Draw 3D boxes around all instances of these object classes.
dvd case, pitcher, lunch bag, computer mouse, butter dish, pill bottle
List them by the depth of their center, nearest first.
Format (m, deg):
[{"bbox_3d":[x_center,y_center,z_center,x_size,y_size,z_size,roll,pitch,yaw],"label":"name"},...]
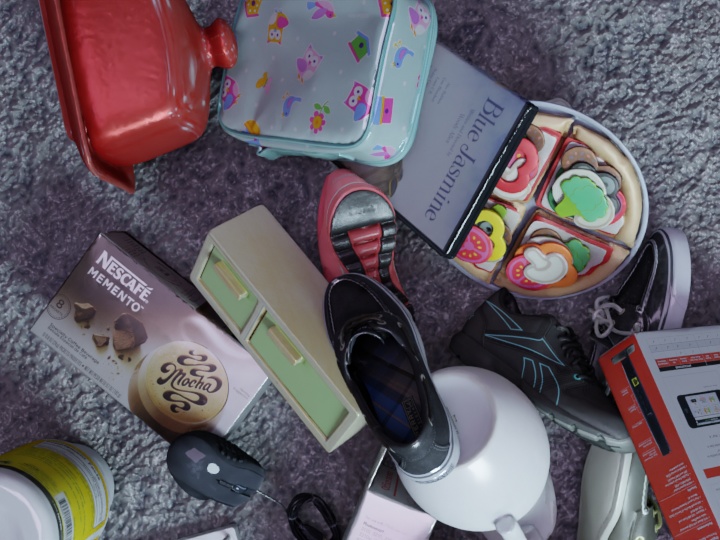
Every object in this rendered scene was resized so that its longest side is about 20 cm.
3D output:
[{"bbox_3d":[0.109,0.177,0.845,0.121,0.200,0.172,-30,53,6],"label":"pitcher"},{"bbox_3d":[0.046,-0.122,0.892,0.200,0.017,0.143,43,113,36],"label":"dvd case"},{"bbox_3d":[-0.178,-0.181,0.899,0.147,0.199,0.202,-12,89,-2],"label":"butter dish"},{"bbox_3d":[-0.034,-0.171,0.905,0.199,0.077,0.162,13,95,42],"label":"lunch bag"},{"bbox_3d":[-0.285,0.209,0.906,0.111,0.200,0.114,0,90,4],"label":"pill bottle"},{"bbox_3d":[-0.089,0.203,0.928,0.200,0.034,0.059,36,95,-27],"label":"computer mouse"}]

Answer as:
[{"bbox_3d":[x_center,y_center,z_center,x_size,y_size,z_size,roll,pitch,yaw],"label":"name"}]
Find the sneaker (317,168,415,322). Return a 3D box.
[{"bbox_3d":[0.000,0.000,0.937,0.073,0.087,0.202,-12,122,-13],"label":"sneaker"}]

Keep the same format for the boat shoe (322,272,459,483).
[{"bbox_3d":[0.012,0.068,0.789,0.070,0.066,0.201,-28,51,7],"label":"boat shoe"}]

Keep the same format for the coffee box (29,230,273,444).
[{"bbox_3d":[-0.182,0.068,0.956,0.200,0.080,0.113,39,96,3],"label":"coffee box"}]

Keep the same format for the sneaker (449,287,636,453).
[{"bbox_3d":[0.162,0.082,0.892,0.200,0.075,0.080,33,89,39],"label":"sneaker"}]

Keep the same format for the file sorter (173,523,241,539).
[{"bbox_3d":[-0.162,0.356,0.937,0.138,0.125,0.202,-16,90,5],"label":"file sorter"}]

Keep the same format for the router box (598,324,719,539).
[{"bbox_3d":[0.308,0.133,0.845,0.199,0.049,0.181,-1,61,-32],"label":"router box"}]

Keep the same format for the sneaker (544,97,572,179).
[{"bbox_3d":[0.100,-0.112,0.939,0.198,0.081,0.076,-4,126,21],"label":"sneaker"}]

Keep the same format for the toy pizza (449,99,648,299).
[{"bbox_3d":[0.144,-0.051,0.897,0.198,0.032,0.201,10,128,13],"label":"toy pizza"}]

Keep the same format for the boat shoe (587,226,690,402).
[{"bbox_3d":[0.232,0.055,0.925,0.068,0.074,0.201,13,101,-10],"label":"boat shoe"}]

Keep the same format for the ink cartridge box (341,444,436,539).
[{"bbox_3d":[0.017,0.245,0.923,0.067,0.115,0.201,22,93,3],"label":"ink cartridge box"}]

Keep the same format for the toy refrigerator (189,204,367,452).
[{"bbox_3d":[-0.058,0.049,0.893,0.070,0.076,0.200,-30,74,-37],"label":"toy refrigerator"}]

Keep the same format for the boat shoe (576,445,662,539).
[{"bbox_3d":[0.227,0.224,0.916,0.060,0.072,0.203,4,109,-8],"label":"boat shoe"}]
